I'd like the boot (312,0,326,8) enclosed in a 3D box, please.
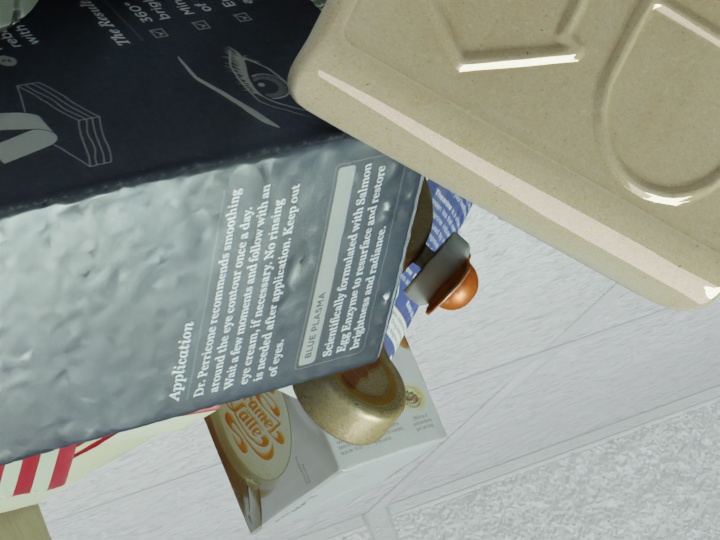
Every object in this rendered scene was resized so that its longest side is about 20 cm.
[{"bbox_3d":[-0.017,-0.131,1.158,0.199,0.073,0.182,-23,169,-31],"label":"boot"}]

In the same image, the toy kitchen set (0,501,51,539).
[{"bbox_3d":[-0.286,0.119,1.399,0.179,0.201,0.163,-16,166,-28],"label":"toy kitchen set"}]

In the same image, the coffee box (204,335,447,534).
[{"bbox_3d":[-0.045,0.028,1.444,0.079,0.201,0.114,-15,166,-35],"label":"coffee box"}]

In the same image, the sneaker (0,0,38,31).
[{"bbox_3d":[-0.134,-0.123,0.891,0.079,0.076,0.200,9,-168,24],"label":"sneaker"}]

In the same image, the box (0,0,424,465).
[{"bbox_3d":[-0.114,-0.044,0.958,0.199,0.197,0.118,-13,132,-33],"label":"box"}]

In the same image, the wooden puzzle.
[{"bbox_3d":[0.090,-0.111,0.917,0.201,0.184,0.046,-61,-158,4],"label":"wooden puzzle"}]

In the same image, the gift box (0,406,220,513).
[{"bbox_3d":[-0.195,0.032,1.241,0.186,0.186,0.199,-30,170,41],"label":"gift box"}]

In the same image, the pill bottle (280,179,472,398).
[{"bbox_3d":[-0.002,-0.045,1.233,0.201,0.110,0.111,-61,177,-15],"label":"pill bottle"}]

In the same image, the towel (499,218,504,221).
[{"bbox_3d":[0.142,-0.091,1.073,0.171,0.048,0.200,-48,-157,-23],"label":"towel"}]

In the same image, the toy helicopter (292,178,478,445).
[{"bbox_3d":[0.000,0.000,1.091,0.132,0.201,0.079,29,124,-25],"label":"toy helicopter"}]
